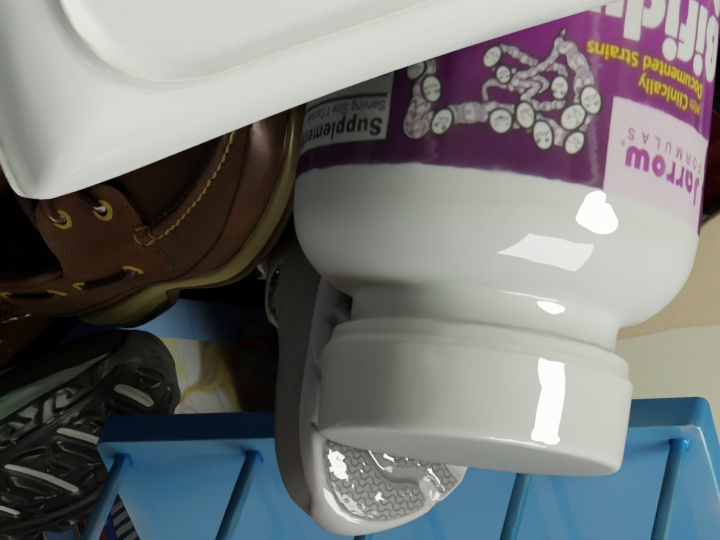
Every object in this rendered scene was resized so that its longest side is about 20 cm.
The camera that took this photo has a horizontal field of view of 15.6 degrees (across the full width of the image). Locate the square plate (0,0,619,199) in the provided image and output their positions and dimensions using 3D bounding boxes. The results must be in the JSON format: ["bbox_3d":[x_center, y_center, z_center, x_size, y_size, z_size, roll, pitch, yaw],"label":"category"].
[{"bbox_3d":[-0.016,-0.131,0.604,0.199,0.028,0.199,-19,115,-4],"label":"square plate"}]

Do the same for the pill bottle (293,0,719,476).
[{"bbox_3d":[0.041,-0.049,0.712,0.111,0.202,0.112,6,171,1],"label":"pill bottle"}]

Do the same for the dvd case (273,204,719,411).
[{"bbox_3d":[0.066,0.014,0.991,0.199,0.025,0.151,7,111,-42],"label":"dvd case"}]

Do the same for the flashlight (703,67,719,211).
[{"bbox_3d":[0.092,-0.030,0.920,0.199,0.068,0.068,-25,126,-26],"label":"flashlight"}]

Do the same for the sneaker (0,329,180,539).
[{"bbox_3d":[-0.148,0.062,0.938,0.199,0.080,0.074,-28,144,30],"label":"sneaker"}]

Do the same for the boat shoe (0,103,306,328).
[{"bbox_3d":[-0.074,-0.027,0.809,0.067,0.073,0.200,1,163,-26],"label":"boat shoe"}]

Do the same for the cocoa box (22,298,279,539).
[{"bbox_3d":[-0.040,0.101,1.030,0.199,0.134,0.131,6,146,-43],"label":"cocoa box"}]

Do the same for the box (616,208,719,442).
[{"bbox_3d":[0.113,0.037,0.901,0.199,0.078,0.095,-35,171,12],"label":"box"}]

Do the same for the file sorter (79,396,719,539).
[{"bbox_3d":[0.016,0.133,0.810,0.199,0.123,0.139,-3,132,21],"label":"file sorter"}]

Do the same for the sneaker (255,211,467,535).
[{"bbox_3d":[0.000,0.000,0.815,0.075,0.201,0.082,35,135,-29],"label":"sneaker"}]
